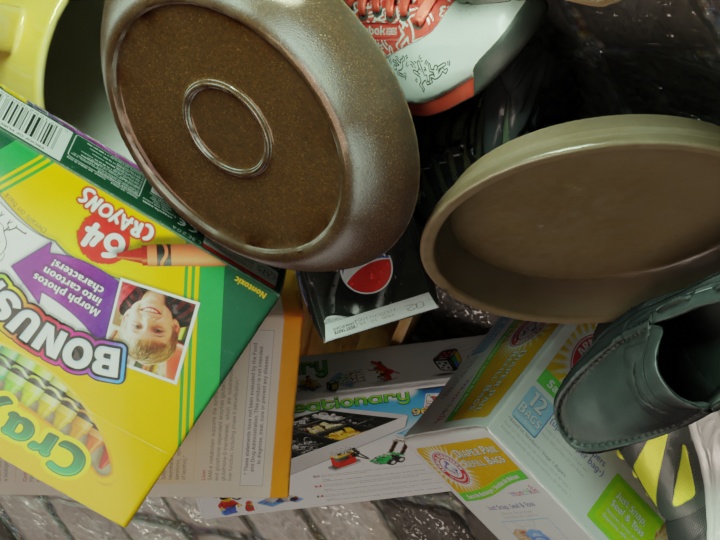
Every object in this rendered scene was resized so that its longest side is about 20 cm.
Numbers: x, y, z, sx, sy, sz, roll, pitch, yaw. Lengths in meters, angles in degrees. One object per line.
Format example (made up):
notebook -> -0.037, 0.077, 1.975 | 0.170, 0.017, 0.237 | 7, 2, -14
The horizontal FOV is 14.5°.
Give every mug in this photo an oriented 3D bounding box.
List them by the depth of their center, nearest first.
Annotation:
mug -> -0.182, -0.145, 1.620 | 0.153, 0.150, 0.187 | 22, 156, 41

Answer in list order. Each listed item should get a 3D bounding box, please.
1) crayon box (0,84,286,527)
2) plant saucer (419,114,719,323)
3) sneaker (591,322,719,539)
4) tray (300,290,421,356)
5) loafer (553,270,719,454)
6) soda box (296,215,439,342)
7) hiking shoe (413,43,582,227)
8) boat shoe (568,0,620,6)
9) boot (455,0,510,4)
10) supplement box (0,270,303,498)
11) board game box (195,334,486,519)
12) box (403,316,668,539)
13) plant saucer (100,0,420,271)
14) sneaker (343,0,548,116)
crayon box -> -0.168, 0.019, 1.548 | 0.199, 0.058, 0.173 | 31, 112, -8
plant saucer -> 0.129, -0.028, 1.463 | 0.199, 0.030, 0.200 | -4, 154, -2
sneaker -> 0.182, 0.100, 1.600 | 0.084, 0.074, 0.201 | 4, 114, 32
tray -> -0.017, 0.031, 1.793 | 0.098, 0.037, 0.200 | 33, 151, 7
loafer -> 0.168, 0.045, 1.490 | 0.200, 0.070, 0.068 | -35, 90, 41
soda box -> 0.000, 0.000, 1.589 | 0.200, 0.070, 0.064 | 153, 100, -89
hiking shoe -> 0.059, -0.061, 1.538 | 0.100, 0.076, 0.200 | 25, 150, 13
boat shoe -> 0.045, -0.171, 1.405 | 0.199, 0.065, 0.072 | 26, 149, 18
boot -> 0.111, -0.196, 1.293 | 0.199, 0.068, 0.131 | -4, 112, 25
supplement box -> -0.138, 0.062, 1.658 | 0.199, 0.074, 0.127 | 2, 117, -8
board game box -> -0.011, 0.100, 1.773 | 0.199, 0.035, 0.127 | -6, 143, 1
box -> 0.142, 0.123, 1.669 | 0.200, 0.113, 0.101 | 45, 155, -15
plant saucer -> -0.060, -0.078, 1.428 | 0.199, 0.032, 0.201 | 24, 135, 26
sneaker -> 0.009, -0.138, 1.480 | 0.108, 0.067, 0.201 | 45, 158, -16
